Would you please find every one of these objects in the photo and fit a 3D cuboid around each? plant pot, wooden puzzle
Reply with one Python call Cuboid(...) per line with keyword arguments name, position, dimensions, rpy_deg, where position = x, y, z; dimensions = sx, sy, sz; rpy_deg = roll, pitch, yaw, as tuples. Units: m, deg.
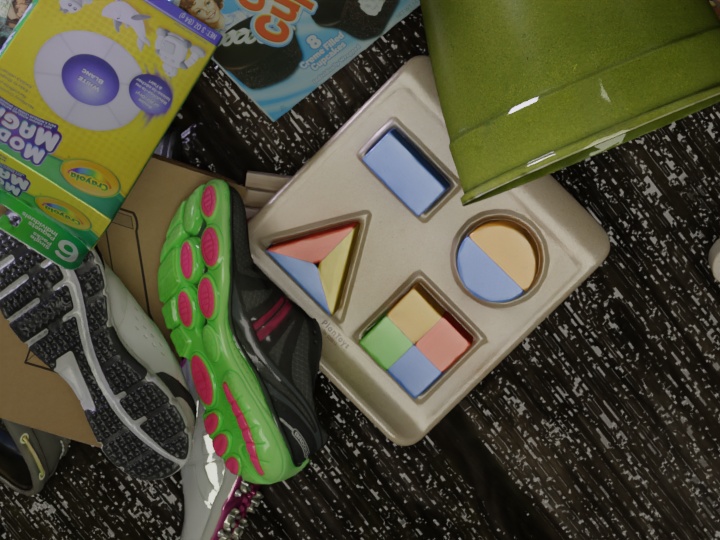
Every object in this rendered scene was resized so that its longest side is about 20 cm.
Cuboid(name="plant pot", position=(0.119, -0.167, 1.617), dimensions=(0.200, 0.200, 0.193), rpy_deg=(-22, 89, 5))
Cuboid(name="wooden puzzle", position=(0.035, -0.012, 1.713), dimensions=(0.185, 0.046, 0.200), rpy_deg=(45, 97, 0))

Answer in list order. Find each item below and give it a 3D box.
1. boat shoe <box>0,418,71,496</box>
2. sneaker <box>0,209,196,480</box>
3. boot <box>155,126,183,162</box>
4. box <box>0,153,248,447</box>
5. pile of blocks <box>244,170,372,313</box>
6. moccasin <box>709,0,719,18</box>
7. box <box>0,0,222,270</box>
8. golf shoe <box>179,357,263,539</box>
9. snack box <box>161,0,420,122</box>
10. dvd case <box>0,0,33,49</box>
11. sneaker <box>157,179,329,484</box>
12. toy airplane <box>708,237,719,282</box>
Cuboid(name="boat shoe", position=(-0.269, 0.074, 1.745), dimensions=(0.072, 0.060, 0.202), rpy_deg=(-13, 133, 36))
Cuboid(name="sneaker", position=(-0.171, 0.040, 1.680), dimensions=(0.074, 0.080, 0.200), rpy_deg=(-26, 99, 14))
Cuboid(name="boot", position=(-0.201, -0.016, 1.769), dimensions=(0.131, 0.068, 0.200), rpy_deg=(17, 99, 3))
Cuboid(name="box", position=(-0.184, 0.011, 1.710), dimensions=(0.163, 0.021, 0.200), rpy_deg=(18, 101, -22))
Cuboid(name="pile of blocks", position=(0.000, 0.000, 1.769), dimensions=(0.200, 0.062, 0.082), rpy_deg=(32, 100, -6))
Cuboid(name="moccasin", position=(0.196, -0.213, 1.708), dimensions=(0.201, 0.074, 0.078), rpy_deg=(40, 139, -6))
Cuboid(name="box", position=(-0.182, -0.103, 1.647), dimensions=(0.117, 0.048, 0.200), rpy_deg=(32, 56, -7))
Cuboid(name="golf shoe", position=(-0.100, 0.104, 1.794), dimensions=(0.091, 0.075, 0.200), rpy_deg=(20, 99, 13))
Cuboid(name="snack box", position=(-0.021, -0.202, 1.714), dimensions=(0.200, 0.037, 0.116), rpy_deg=(-38, 116, 15))
Cuboid(name="dvd case", position=(-0.222, -0.154, 1.720), dimensions=(0.146, 0.022, 0.200), rpy_deg=(16, 86, -14))
Cuboid(name="sneaker", position=(-0.073, 0.038, 1.696), dimensions=(0.077, 0.084, 0.200), rpy_deg=(-12, 93, 47))
Cuboid(name="toy airplane", position=(0.342, 0.023, 1.729), dimensions=(0.200, 0.141, 0.199), rpy_deg=(-25, 120, -8))
